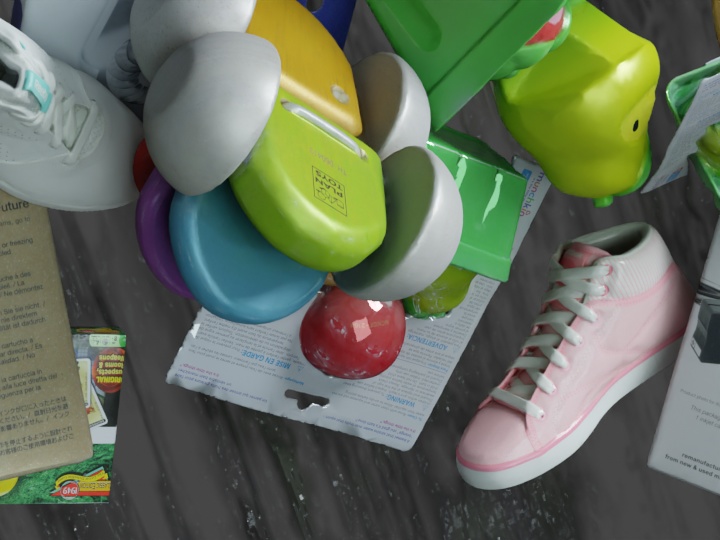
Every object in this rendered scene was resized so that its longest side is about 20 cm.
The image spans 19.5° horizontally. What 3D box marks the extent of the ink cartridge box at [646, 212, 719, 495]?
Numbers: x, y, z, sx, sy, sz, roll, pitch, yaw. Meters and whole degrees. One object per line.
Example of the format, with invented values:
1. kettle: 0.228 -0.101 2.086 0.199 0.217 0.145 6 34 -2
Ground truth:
1. ink cartridge box: 0.270 0.040 1.345 0.144 0.084 0.202 2 106 -61

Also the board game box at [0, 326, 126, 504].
1. board game box: -0.235 0.082 1.202 0.198 0.023 0.106 2 105 -24

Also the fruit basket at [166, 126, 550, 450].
1. fruit basket: 0.000 0.000 1.250 0.184 0.094 0.201 17 113 -32

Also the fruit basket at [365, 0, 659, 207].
1. fruit basket: 0.117 -0.141 1.187 0.214 0.217 0.155 22 136 -27

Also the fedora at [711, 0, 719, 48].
1. fedora: 0.288 -0.183 1.329 0.199 0.082 0.203 -8 108 -24

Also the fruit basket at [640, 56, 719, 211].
1. fruit basket: 0.251 -0.113 1.187 0.184 0.200 0.094 -25 71 -7

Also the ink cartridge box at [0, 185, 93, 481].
1. ink cartridge box: -0.258 0.042 1.125 0.198 0.075 0.167 -11 92 -24

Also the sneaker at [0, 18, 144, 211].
1. sneaker: -0.175 -0.088 1.072 0.199 0.088 0.076 31 75 -33

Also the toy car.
1. toy car: -0.055 -0.053 1.074 0.174 0.201 0.150 31 116 -31

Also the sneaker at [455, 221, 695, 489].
1. sneaker: 0.126 0.044 1.320 0.200 0.075 0.105 -36 120 -20

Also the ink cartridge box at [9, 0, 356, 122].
1. ink cartridge box: -0.086 -0.155 1.139 0.198 0.041 0.201 0 132 -19
